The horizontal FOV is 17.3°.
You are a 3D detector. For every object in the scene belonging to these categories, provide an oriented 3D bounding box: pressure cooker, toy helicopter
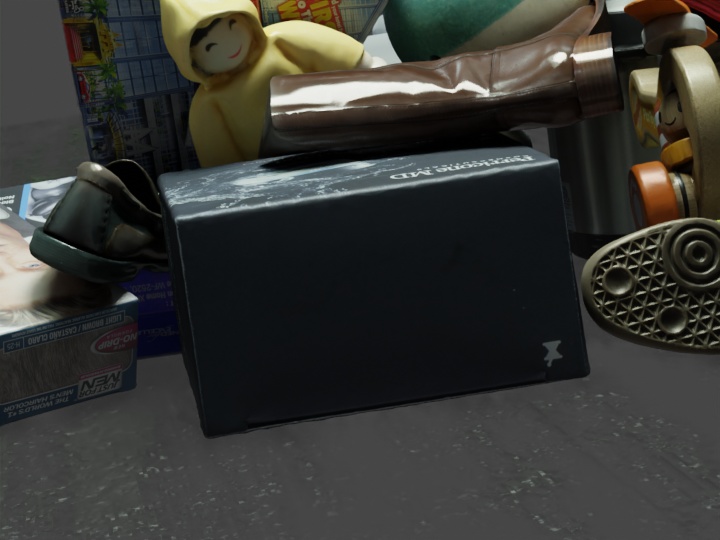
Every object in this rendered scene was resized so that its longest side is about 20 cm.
[{"bbox_3d":[0.202,-0.114,1.510,0.176,0.200,0.179,0,11,43],"label":"pressure cooker"},{"bbox_3d":[0.172,-0.092,1.308,0.079,0.132,0.200,-12,10,-2],"label":"toy helicopter"}]

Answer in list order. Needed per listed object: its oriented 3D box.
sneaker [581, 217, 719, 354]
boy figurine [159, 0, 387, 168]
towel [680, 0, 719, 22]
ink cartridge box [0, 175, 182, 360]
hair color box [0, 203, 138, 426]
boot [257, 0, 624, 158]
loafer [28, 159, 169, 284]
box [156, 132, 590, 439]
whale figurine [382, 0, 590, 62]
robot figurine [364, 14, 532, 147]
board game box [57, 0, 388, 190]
[{"bbox_3d":[0.207,0.009,1.226,0.200,0.071,0.076,-5,-9,-9],"label":"sneaker"},{"bbox_3d":[-0.042,-0.093,1.358,0.124,0.200,0.064,-36,31,1],"label":"boy figurine"},{"bbox_3d":[0.231,-0.198,1.445,0.145,0.022,0.200,27,32,-5],"label":"towel"},{"bbox_3d":[-0.184,-0.001,1.477,0.198,0.043,0.200,-9,29,-1],"label":"ink cartridge box"},{"bbox_3d":[-0.221,0.013,1.347,0.100,0.061,0.200,-16,32,-36],"label":"hair color box"},{"bbox_3d":[0.043,-0.101,1.312,0.200,0.064,0.186,-10,6,7],"label":"boot"},{"bbox_3d":[-0.133,-0.035,1.349,0.072,0.063,0.200,21,8,3],"label":"loafer"},{"bbox_3d":[0.000,0.000,1.252,0.196,0.118,0.200,-9,10,-6],"label":"box"},{"bbox_3d":[0.091,-0.194,1.447,0.200,0.104,0.159,-47,14,-33],"label":"whale figurine"},{"bbox_3d":[0.021,-0.100,1.567,0.200,0.170,0.113,-4,-33,38],"label":"robot figurine"},{"bbox_3d":[-0.072,-0.131,1.409,0.200,0.200,0.062,-10,40,-3],"label":"board game box"}]
